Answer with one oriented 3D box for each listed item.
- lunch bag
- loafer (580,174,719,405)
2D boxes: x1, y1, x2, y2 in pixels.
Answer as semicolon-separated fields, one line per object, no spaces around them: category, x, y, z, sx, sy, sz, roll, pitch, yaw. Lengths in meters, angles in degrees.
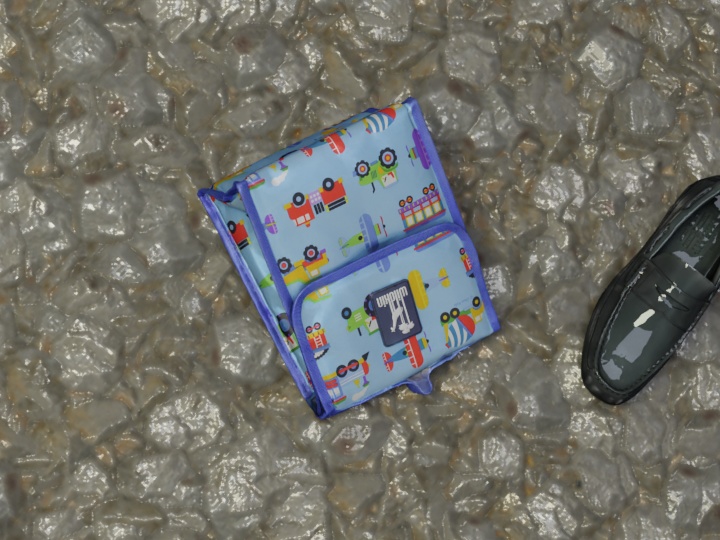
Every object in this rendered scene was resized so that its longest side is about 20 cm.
lunch bag;0.000;0.000;1.550;0.150;0.094;0.200;-27;99;-21
loafer;0.228;0.010;1.610;0.068;0.070;0.201;36;71;-5
